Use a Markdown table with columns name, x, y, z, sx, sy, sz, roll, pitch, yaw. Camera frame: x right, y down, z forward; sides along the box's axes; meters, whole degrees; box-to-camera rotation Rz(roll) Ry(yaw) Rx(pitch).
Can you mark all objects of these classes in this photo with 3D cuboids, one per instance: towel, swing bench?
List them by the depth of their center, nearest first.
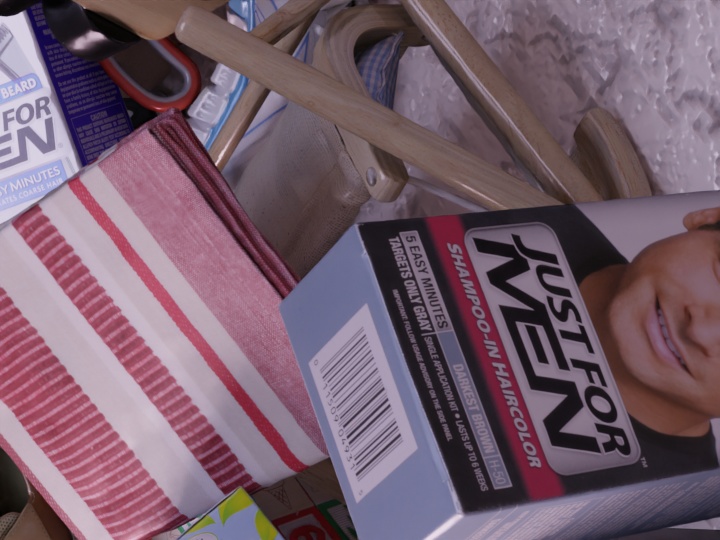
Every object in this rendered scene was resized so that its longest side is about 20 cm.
| name | x | y | z | sx | sy | sz | roll | pitch | yaw |
| --- | --- | --- | --- | --- | --- | --- | --- | --- | --- |
| towel | -0.088 | 0.032 | 0.907 | 0.199 | 0.023 | 0.144 | -28 | 103 | 45 |
| swing bench | 0.000 | 0.000 | 0.925 | 0.200 | 0.130 | 0.199 | 40 | 133 | 5 |

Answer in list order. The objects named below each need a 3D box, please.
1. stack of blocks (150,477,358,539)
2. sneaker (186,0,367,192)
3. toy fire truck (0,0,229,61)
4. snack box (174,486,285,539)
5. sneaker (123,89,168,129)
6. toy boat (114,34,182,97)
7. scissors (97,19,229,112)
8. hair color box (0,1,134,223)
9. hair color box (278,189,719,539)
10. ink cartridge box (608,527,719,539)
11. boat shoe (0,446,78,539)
| name | x | y | z | sx | sy | sz | roll | pitch | yaw |
| --- | --- | --- | --- | --- | --- | --- | --- | --- | --- |
| stack of blocks | -0.070 | 0.156 | 1.110 | 0.115 | 0.058 | 0.201 | 49 | 133 | 28 |
| sneaker | -0.018 | -0.087 | 1.021 | 0.087 | 0.075 | 0.201 | 39 | 129 | 24 |
| toy fire truck | -0.113 | -0.217 | 0.948 | 0.128 | 0.175 | 0.202 | -23 | 55 | 39 |
| snack box | -0.016 | 0.199 | 0.937 | 0.200 | 0.068 | 0.169 | 48 | 161 | 8 |
| sneaker | -0.120 | -0.027 | 1.144 | 0.201 | 0.079 | 0.074 | -117 | 37 | -44 |
| toy boat | -0.163 | -0.167 | 1.162 | 0.200 | 0.130 | 0.132 | 32 | 111 | 49 |
| scissors | -0.130 | -0.161 | 1.032 | 0.200 | 0.073 | 0.014 | 49 | 176 | -9 |
| hair color box | -0.177 | -0.094 | 1.053 | 0.109 | 0.065 | 0.202 | -18 | 94 | 25 |
| hair color box | 0.083 | 0.033 | 0.759 | 0.061 | 0.199 | 0.100 | -45 | 59 | 49 |
| ink cartridge box | 0.108 | 0.193 | 0.773 | 0.088 | 0.144 | 0.202 | -76 | -13 | -84 |
| boat shoe | -0.158 | 0.126 | 1.092 | 0.075 | 0.074 | 0.202 | -22 | 84 | 38 |
